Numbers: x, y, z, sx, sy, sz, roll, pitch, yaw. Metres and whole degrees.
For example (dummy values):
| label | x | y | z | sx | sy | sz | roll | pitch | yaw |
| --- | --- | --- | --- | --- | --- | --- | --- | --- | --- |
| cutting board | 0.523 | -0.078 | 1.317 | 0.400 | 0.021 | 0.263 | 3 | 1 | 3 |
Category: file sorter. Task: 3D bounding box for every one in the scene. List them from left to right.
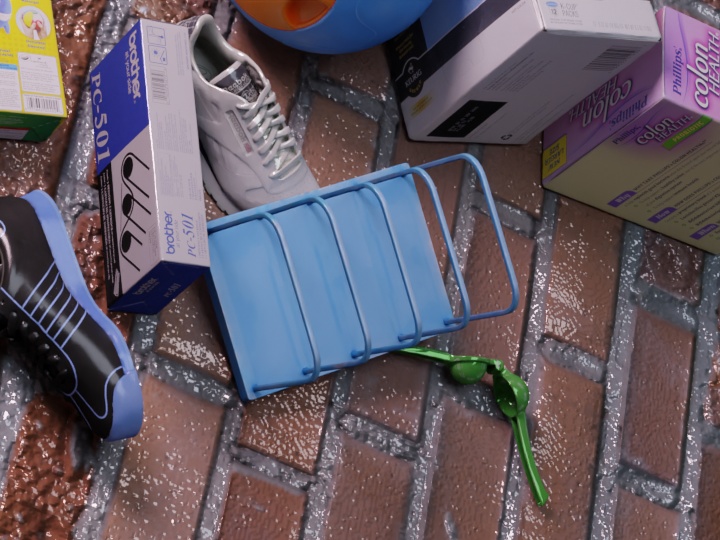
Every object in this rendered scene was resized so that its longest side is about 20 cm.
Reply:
| label | x | y | z | sx | sy | sz | roll | pitch | yaw |
| --- | --- | --- | --- | --- | --- | --- | --- | --- | --- |
| file sorter | 0.000 | 0.000 | 1.642 | 0.199 | 0.123 | 0.139 | -18 | 92 | -31 |

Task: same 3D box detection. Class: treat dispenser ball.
| label | x | y | z | sx | sy | sz | roll | pitch | yaw |
| --- | --- | --- | --- | --- | --- | --- | --- | --- | --- |
| treat dispenser ball | -0.023 | -0.276 | 1.746 | 0.200 | 0.201 | 0.202 | 15 | 59 | -27 |

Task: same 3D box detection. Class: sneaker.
| label | x | y | z | sx | sy | sz | roll | pitch | yaw |
| --- | --- | --- | --- | --- | --- | --- | --- | --- | --- |
| sneaker | -0.227 | 0.039 | 1.542 | 0.078 | 0.070 | 0.201 | -18 | 72 | -35 |
| sneaker | -0.089 | -0.107 | 1.697 | 0.200 | 0.080 | 0.076 | 50 | 48 | -6 |

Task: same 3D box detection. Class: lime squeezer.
| label | x | y | z | sx | sy | sz | roll | pitch | yaw |
| --- | --- | --- | --- | --- | --- | --- | --- | --- | --- |
| lime squeezer | 0.091 | 0.099 | 1.752 | 0.200 | 0.038 | 0.071 | 42 | 83 | -10 |

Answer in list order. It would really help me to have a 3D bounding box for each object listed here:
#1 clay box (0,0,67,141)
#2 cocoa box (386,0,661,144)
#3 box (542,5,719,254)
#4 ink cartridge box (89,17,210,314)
| label | x | y | z | sx | sy | sz | roll | pitch | yaw |
| --- | --- | --- | --- | --- | --- | --- | --- | --- | --- |
| clay box | -0.292 | -0.199 | 1.626 | 0.114 | 0.048 | 0.201 | 4 | 64 | -33 |
| cocoa box | 0.129 | -0.208 | 1.816 | 0.133 | 0.200 | 0.132 | 0 | 67 | -34 |
| box | 0.290 | -0.118 | 1.896 | 0.199 | 0.176 | 0.097 | 19 | 58 | -25 |
| ink cartridge box | -0.160 | -0.078 | 1.624 | 0.044 | 0.094 | 0.201 | 8 | 62 | -31 |
